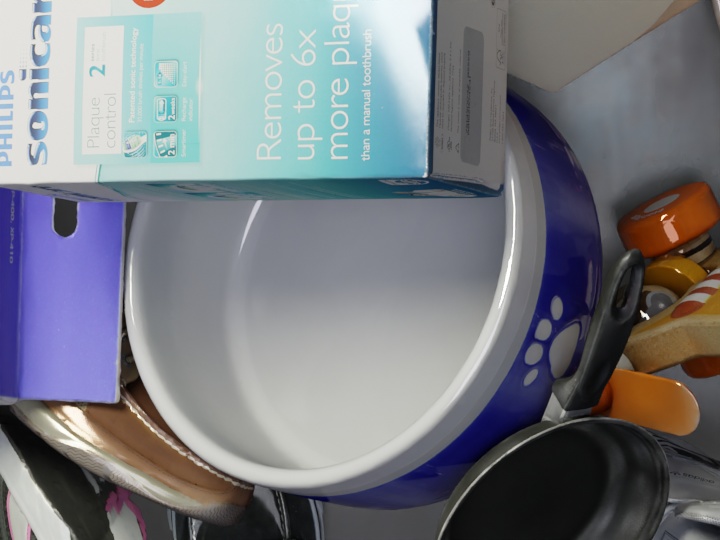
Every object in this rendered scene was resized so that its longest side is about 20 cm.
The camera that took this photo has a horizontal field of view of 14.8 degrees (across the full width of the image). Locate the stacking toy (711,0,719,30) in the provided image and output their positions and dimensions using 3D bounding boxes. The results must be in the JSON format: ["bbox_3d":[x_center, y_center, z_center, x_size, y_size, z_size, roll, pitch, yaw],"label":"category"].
[{"bbox_3d":[0.227,-0.119,1.148,0.146,0.200,0.147,0,101,0],"label":"stacking toy"}]

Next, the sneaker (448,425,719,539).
[{"bbox_3d":[0.117,0.109,1.237,0.199,0.115,0.075,20,100,-3],"label":"sneaker"}]

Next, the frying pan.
[{"bbox_3d":[0.071,0.077,1.135,0.115,0.031,0.190,-26,133,-14],"label":"frying pan"}]

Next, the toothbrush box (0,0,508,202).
[{"bbox_3d":[-0.046,-0.103,1.114,0.199,0.085,0.147,1,86,25],"label":"toothbrush box"}]

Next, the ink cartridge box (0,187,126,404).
[{"bbox_3d":[-0.197,-0.043,1.177,0.199,0.043,0.199,1,87,-5],"label":"ink cartridge box"}]

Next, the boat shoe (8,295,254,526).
[{"bbox_3d":[-0.125,0.039,1.235,0.200,0.076,0.072,35,89,9],"label":"boat shoe"}]

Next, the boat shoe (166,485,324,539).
[{"bbox_3d":[-0.048,0.152,1.271,0.072,0.071,0.201,-9,100,3],"label":"boat shoe"}]

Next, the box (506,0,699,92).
[{"bbox_3d":[0.122,-0.167,1.149,0.200,0.078,0.095,-31,57,32],"label":"box"}]

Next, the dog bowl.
[{"bbox_3d":[0.000,0.000,1.184,0.200,0.079,0.201,-9,72,31],"label":"dog bowl"}]

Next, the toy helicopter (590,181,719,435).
[{"bbox_3d":[0.141,0.025,1.175,0.132,0.200,0.079,-29,100,-19],"label":"toy helicopter"}]

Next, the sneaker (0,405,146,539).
[{"bbox_3d":[-0.137,0.149,1.234,0.086,0.080,0.200,-41,60,15],"label":"sneaker"}]
